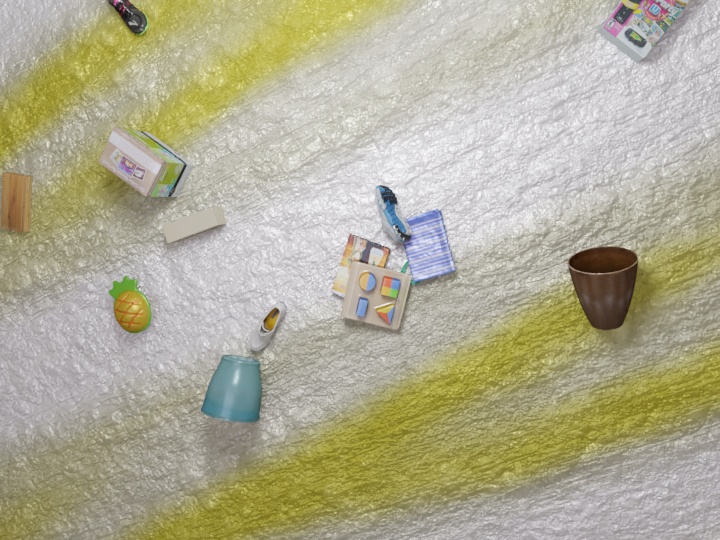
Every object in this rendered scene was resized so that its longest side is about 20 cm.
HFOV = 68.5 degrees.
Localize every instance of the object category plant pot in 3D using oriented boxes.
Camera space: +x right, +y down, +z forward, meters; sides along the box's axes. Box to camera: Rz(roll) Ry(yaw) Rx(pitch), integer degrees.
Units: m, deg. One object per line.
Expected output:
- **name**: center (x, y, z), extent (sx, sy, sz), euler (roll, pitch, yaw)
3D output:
- **plant pot**: center (0.706, 0.060, 1.531), extent (0.183, 0.188, 0.204), euler (-10, 111, 12)
- **plant pot**: center (-0.421, 0.390, 1.787), extent (0.195, 0.200, 0.193), euler (10, 85, 9)

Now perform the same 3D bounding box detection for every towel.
- **towel**: center (0.208, -0.077, 1.661), extent (0.142, 0.024, 0.205), euler (-15, 87, 14)

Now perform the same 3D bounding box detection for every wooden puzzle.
- **wooden puzzle**: center (0.048, 0.084, 1.690), extent (0.196, 0.046, 0.189), euler (14, 101, 2)

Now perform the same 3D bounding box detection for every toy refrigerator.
- **toy refrigerator**: center (-0.562, -0.158, 1.790), extent (0.196, 0.076, 0.071), euler (-18, 95, 14)

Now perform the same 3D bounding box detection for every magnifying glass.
- **magnifying glass**: center (0.132, 0.034, 1.709), extent (0.199, 0.022, 0.080), euler (-38, 90, 12)

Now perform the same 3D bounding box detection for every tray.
- **tray**: center (-1.261, -0.250, 1.936), extent (0.096, 0.037, 0.205), euler (11, 101, 10)

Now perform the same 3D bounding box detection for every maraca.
- **maraca**: center (-0.812, 0.122, 1.866), extent (0.135, 0.107, 0.204), euler (-22, 90, 3)

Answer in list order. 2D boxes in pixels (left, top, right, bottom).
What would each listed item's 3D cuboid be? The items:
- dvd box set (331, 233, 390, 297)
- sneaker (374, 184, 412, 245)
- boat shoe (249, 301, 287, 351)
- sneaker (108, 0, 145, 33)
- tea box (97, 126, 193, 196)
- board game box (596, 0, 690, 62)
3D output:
- **dvd box set**: center (0.000, 0.000, 1.724), extent (0.144, 0.029, 0.204), euler (21, 101, 8)
- **sneaker**: center (0.084, -0.169, 1.665), extent (0.086, 0.074, 0.204), euler (-37, 71, 53)
- **boat shoe**: center (-0.321, 0.195, 1.797), extent (0.071, 0.070, 0.201), euler (39, 103, 3)
- **sneaker**: center (-0.771, -0.853, 1.722), extent (0.077, 0.084, 0.201), euler (-42, 89, 15)
- **tea box**: center (-0.694, -0.349, 1.725), extent (0.198, 0.197, 0.135), euler (34, 103, 4)
- **board game box**: center (0.778, -0.705, 1.446), extent (0.147, 0.064, 0.201), euler (38, 103, 3)
